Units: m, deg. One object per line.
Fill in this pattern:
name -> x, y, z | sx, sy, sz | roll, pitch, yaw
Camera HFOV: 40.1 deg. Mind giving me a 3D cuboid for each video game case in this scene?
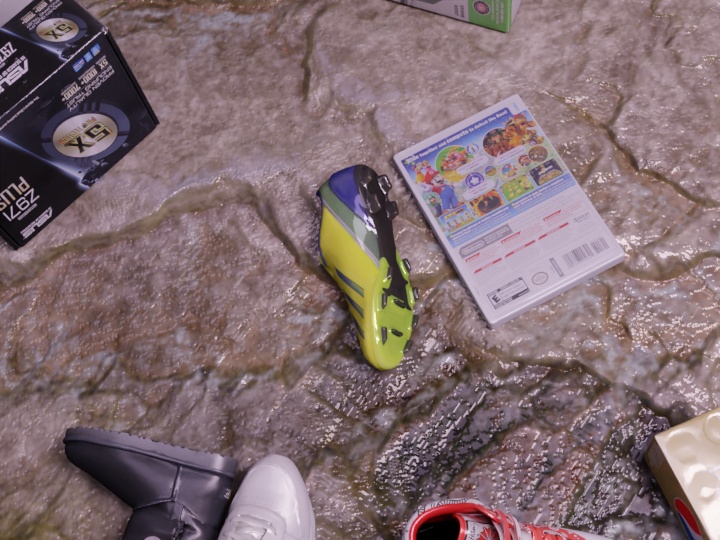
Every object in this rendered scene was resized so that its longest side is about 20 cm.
video game case -> 0.137, -0.061, 0.939 | 0.142, 0.018, 0.201 | -27, 66, -4

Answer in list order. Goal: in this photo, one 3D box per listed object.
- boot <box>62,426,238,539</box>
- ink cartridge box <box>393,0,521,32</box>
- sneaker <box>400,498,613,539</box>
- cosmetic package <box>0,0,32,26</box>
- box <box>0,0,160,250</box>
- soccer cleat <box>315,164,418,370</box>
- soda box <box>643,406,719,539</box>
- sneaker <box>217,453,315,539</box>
boot -> -0.201, 0.243, 0.829 | 0.163, 0.066, 0.202 | 8, 72, 13
ink cartridge box -> 0.071, -0.340, 1.000 | 0.198, 0.146, 0.085 | 19, 71, 15
sneaker -> 0.128, 0.224, 0.764 | 0.199, 0.108, 0.068 | 6, 67, 10
cosmetic package -> -0.428, -0.374, 1.117 | 0.112, 0.081, 0.201 | -29, 65, -8
box -> -0.315, -0.144, 0.955 | 0.086, 0.164, 0.200 | 40, 76, 21
soccer cleat -> 0.000, 0.000, 0.917 | 0.083, 0.064, 0.202 | -22, 66, 31
soda box -> 0.302, 0.213, 0.771 | 0.067, 0.064, 0.202 | -22, 66, -3
sneaker -> -0.088, 0.243, 0.790 | 0.074, 0.100, 0.202 | 7, 66, 13
